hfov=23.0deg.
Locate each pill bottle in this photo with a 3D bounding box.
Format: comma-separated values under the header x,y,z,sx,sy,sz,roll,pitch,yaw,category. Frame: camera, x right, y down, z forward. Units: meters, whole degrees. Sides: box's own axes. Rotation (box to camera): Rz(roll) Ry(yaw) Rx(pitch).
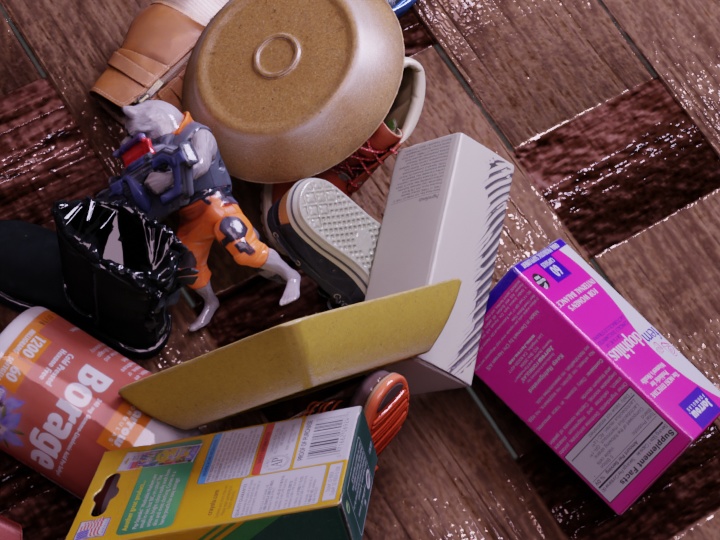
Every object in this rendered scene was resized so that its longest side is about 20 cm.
x,y,z,sx,sy,sz,roll,pitch,yaw,category
-0.198,0.123,1.373,0.200,0.112,0.112,31,64,5,pill bottle

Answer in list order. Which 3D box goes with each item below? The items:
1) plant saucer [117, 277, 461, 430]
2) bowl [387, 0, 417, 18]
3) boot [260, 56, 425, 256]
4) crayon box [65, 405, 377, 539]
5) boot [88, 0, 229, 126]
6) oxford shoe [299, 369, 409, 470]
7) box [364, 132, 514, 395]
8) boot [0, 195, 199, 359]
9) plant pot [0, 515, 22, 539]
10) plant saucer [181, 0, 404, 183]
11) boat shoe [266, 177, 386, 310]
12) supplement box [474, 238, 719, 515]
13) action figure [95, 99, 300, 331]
x,y,z,sx,sy,sz,roll,pitch,yaw,category
-0.046,0.068,1.322,0.200,0.200,0.048,-13,83,-48,plant saucer
-0.025,-0.308,1.648,0.200,0.039,0.201,4,65,-9,bowl
-0.014,-0.099,1.486,0.075,0.107,0.200,24,90,-34,boot
-0.095,0.163,1.241,0.200,0.052,0.126,-11,25,13,crayon box
-0.122,-0.155,1.542,0.200,0.077,0.155,39,71,-3,boot
-0.019,0.127,1.354,0.073,0.200,0.071,40,53,11,oxford shoe
0.059,-0.005,1.430,0.068,0.082,0.200,28,65,-34,box
-0.226,-0.009,1.402,0.198,0.162,0.073,28,65,5,boot
-0.339,0.256,1.252,0.176,0.200,0.200,7,63,-21,plant pot
-0.063,-0.170,1.460,0.200,0.035,0.200,-8,65,18,plant saucer
0.000,0.000,1.471,0.200,0.062,0.075,43,54,-25,boat shoe
0.186,0.085,1.447,0.200,0.103,0.101,45,31,10,supplement box
-0.146,-0.051,1.452,0.105,0.200,0.194,-33,104,-37,action figure
